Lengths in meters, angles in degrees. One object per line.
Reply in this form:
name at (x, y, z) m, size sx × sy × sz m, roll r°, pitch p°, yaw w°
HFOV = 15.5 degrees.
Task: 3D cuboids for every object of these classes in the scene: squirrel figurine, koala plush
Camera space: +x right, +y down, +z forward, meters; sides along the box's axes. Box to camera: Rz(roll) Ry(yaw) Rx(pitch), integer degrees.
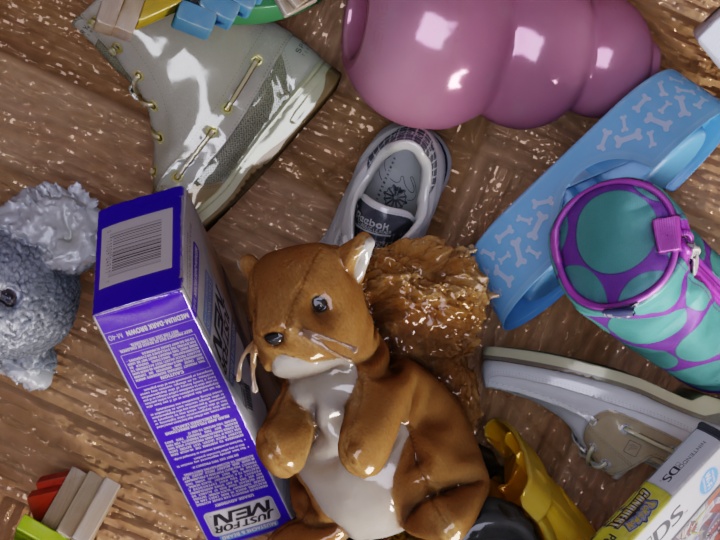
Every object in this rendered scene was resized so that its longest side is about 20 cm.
squirrel figurine at (-0.001, 0.055, 1.607) m, size 0.141 × 0.200 × 0.187 m, roll -12°, pitch 113°, yaw 35°
koala plush at (-0.266, -0.003, 1.672) m, size 0.199 × 0.184 × 0.178 m, roll 14°, pitch 122°, yaw -12°

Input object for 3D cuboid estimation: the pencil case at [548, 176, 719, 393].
pencil case at (0.192, 0.013, 1.628) m, size 0.092 × 0.200 × 0.086 m, roll 1°, pitch 74°, yaw 29°

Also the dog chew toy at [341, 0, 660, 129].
dog chew toy at (0.091, -0.143, 1.659) m, size 0.199 × 0.125 × 0.125 m, roll 8°, pitch 96°, yaw -15°

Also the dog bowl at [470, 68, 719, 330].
dog bowl at (0.148, -0.048, 1.671) m, size 0.200 × 0.111 × 0.050 m, roll -43°, pitch 77°, yaw 6°

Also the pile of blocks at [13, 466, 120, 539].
pile of blocks at (-0.228, 0.209, 1.720) m, size 0.062 × 0.082 × 0.201 m, roll 29°, pitch 96°, yaw -1°

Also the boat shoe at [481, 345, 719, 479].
boat shoe at (0.168, 0.100, 1.698) m, size 0.199 × 0.075 × 0.069 m, roll 16°, pitch 90°, yaw 0°

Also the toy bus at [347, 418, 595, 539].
toy bus at (0.080, 0.227, 1.690) m, size 0.200 × 0.136 × 0.192 m, roll -43°, pitch 109°, yaw 5°

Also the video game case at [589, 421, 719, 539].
video game case at (0.175, 0.219, 1.633) m, size 0.025 × 0.201 × 0.181 m, roll 27°, pitch 58°, yaw 36°

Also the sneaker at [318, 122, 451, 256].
sneaker at (0.000, 0.000, 1.693) m, size 0.076 × 0.081 × 0.201 m, roll 17°, pitch 97°, yaw -1°

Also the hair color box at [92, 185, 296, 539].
hair color box at (-0.100, 0.061, 1.643) m, size 0.064 × 0.110 × 0.201 m, roll -15°, pitch 126°, yaw 9°

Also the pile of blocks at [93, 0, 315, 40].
pile of blocks at (-0.066, -0.190, 1.586) m, size 0.199 × 0.062 × 0.082 m, roll -32°, pitch 88°, yaw -13°

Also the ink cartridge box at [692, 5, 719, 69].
ink cartridge box at (0.325, -0.124, 1.602) m, size 0.160 × 0.047 × 0.200 m, roll -43°, pitch 91°, yaw 8°

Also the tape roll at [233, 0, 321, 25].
tape roll at (-0.077, -0.256, 1.658) m, size 0.199 × 0.048 × 0.202 m, roll 1°, pitch 82°, yaw -11°

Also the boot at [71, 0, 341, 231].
boot at (-0.131, -0.101, 1.693) m, size 0.155 × 0.072 × 0.200 m, roll 43°, pitch 90°, yaw -3°
